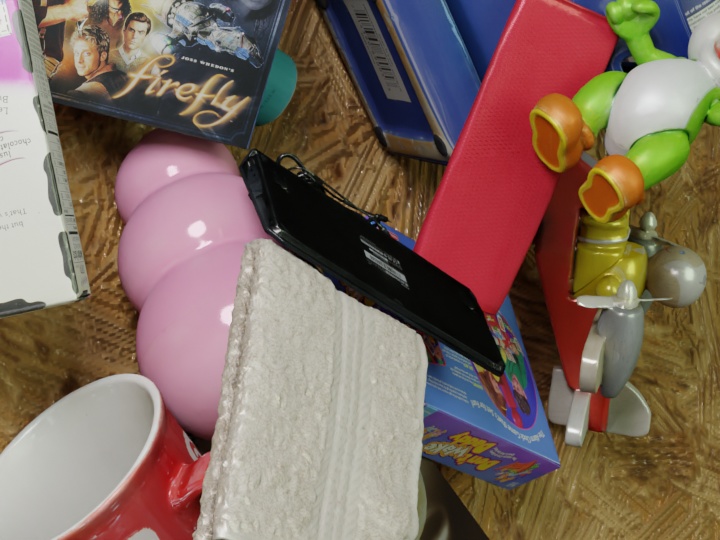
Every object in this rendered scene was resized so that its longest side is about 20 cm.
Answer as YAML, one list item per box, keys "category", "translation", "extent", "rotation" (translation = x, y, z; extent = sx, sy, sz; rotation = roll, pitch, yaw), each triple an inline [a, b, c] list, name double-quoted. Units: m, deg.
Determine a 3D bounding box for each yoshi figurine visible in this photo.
- category: "yoshi figurine"
  translation: [0.206, -0.121, 1.197]
  extent: [0.199, 0.112, 0.113]
  rotation: [-34, 114, -18]

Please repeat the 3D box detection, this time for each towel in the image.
- category: "towel"
  translation: [-0.022, 0.089, 1.048]
  extent: [0.132, 0.034, 0.201]
  rotation: [33, 47, -34]

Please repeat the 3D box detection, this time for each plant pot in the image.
- category: "plant pot"
  translation: [0.083, -0.178, 1.310]
  extent: [0.179, 0.200, 0.201]
  rotation: [-29, 106, -13]

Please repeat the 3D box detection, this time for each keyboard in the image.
- category: "keyboard"
  translation: [0.000, 0.000, 1.161]
  extent: [0.199, 0.040, 0.105]
  rotation: [34, 25, -35]

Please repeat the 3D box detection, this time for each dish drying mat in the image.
- category: "dish drying mat"
  translation: [0.094, -0.075, 1.229]
  extent: [0.076, 0.018, 0.202]
  rotation: [20, 97, -23]

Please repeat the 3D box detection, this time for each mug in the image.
- category: "mug"
  translation: [-0.101, 0.179, 1.109]
  extent: [0.134, 0.177, 0.201]
  rotation: [-48, 121, -22]

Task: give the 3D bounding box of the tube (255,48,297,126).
- category: "tube"
  translation: [-0.126, -0.152, 1.213]
  extent: [0.199, 0.078, 0.051]
  rotation: [26, 21, -40]

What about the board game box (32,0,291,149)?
- category: "board game box"
  translation: [-0.142, -0.158, 1.113]
  extent: [0.198, 0.035, 0.137]
  rotation: [12, 110, -16]

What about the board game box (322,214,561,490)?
- category: "board game box"
  translation: [0.054, 0.058, 1.293]
  extent: [0.200, 0.045, 0.136]
  rotation: [29, 40, -55]

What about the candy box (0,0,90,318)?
- category: "candy box"
  translation: [-0.230, -0.069, 1.046]
  extent: [0.135, 0.061, 0.202]
  rotation: [-11, 91, 0]

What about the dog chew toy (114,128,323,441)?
- category: "dog chew toy"
  translation: [-0.089, 0.001, 1.168]
  extent: [0.124, 0.125, 0.201]
  rotation: [3, 52, -43]

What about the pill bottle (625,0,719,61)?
- category: "pill bottle"
  translation: [0.215, -0.255, 1.523]
  extent: [0.111, 0.111, 0.201]
  rotation: [-42, 112, -40]

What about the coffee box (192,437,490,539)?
- category: "coffee box"
  translation: [-0.010, 0.154, 1.257]
  extent: [0.201, 0.079, 0.113]
  rotation: [54, 50, -23]

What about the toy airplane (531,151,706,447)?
- category: "toy airplane"
  translation: [0.185, 0.028, 1.421]
  extent: [0.199, 0.140, 0.202]
  rotation: [54, 28, -54]
